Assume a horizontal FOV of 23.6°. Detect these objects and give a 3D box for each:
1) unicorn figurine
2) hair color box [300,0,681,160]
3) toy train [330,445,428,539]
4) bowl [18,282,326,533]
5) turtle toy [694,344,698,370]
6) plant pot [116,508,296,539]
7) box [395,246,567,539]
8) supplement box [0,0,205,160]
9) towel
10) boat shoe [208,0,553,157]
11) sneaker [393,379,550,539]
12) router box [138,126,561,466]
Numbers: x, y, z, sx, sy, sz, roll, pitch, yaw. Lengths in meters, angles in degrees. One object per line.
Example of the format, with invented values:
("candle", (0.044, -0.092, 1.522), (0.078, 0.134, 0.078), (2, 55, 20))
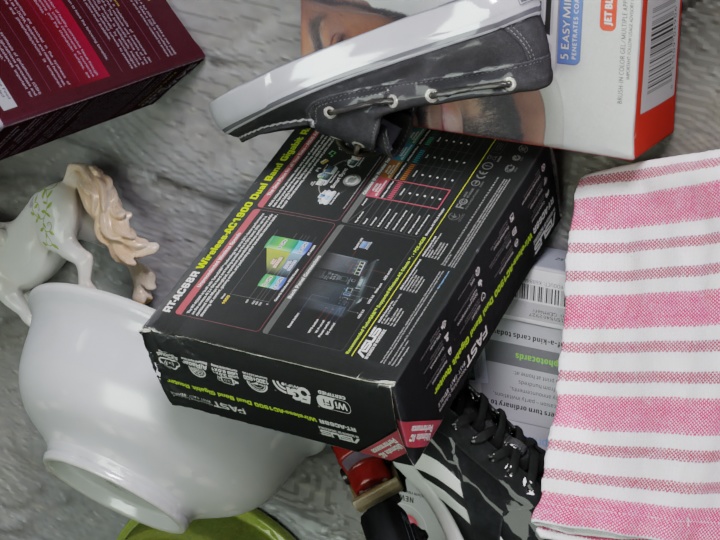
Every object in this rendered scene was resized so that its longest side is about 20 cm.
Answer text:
("unicorn figurine", (-0.222, -0.004, 1.143), (0.200, 0.074, 0.138), (-35, 86, 18))
("hair color box", (0.067, -0.132, 0.923), (0.199, 0.064, 0.111), (11, 113, 29))
("toy train", (0.000, 0.103, 0.973), (0.034, 0.046, 0.200), (-29, 51, 9))
("bowl", (-0.128, 0.096, 1.034), (0.201, 0.091, 0.201), (23, 161, 8))
("turtle toy", (0.233, 0.057, 0.864), (0.200, 0.101, 0.146), (16, 91, 29))
("plant pot", (-0.135, 0.269, 1.108), (0.200, 0.184, 0.201), (10, 111, 28))
("box", (0.079, 0.082, 1.002), (0.155, 0.041, 0.201), (11, 111, 28))
("supplement box", (-0.190, -0.132, 0.993), (0.061, 0.200, 0.109), (-35, 87, 36))
("towel", (0.149, 0.037, 0.852), (0.146, 0.030, 0.201), (-8, 71, 53))
("boat shoe", (0.011, -0.091, 0.898), (0.200, 0.070, 0.066), (-17, 98, 27))
("sneaker", (0.087, 0.101, 0.943), (0.112, 0.073, 0.200), (-20, 104, 31))
("router box", (0.000, 0.000, 0.920), (0.149, 0.200, 0.062), (12, 138, 27))
